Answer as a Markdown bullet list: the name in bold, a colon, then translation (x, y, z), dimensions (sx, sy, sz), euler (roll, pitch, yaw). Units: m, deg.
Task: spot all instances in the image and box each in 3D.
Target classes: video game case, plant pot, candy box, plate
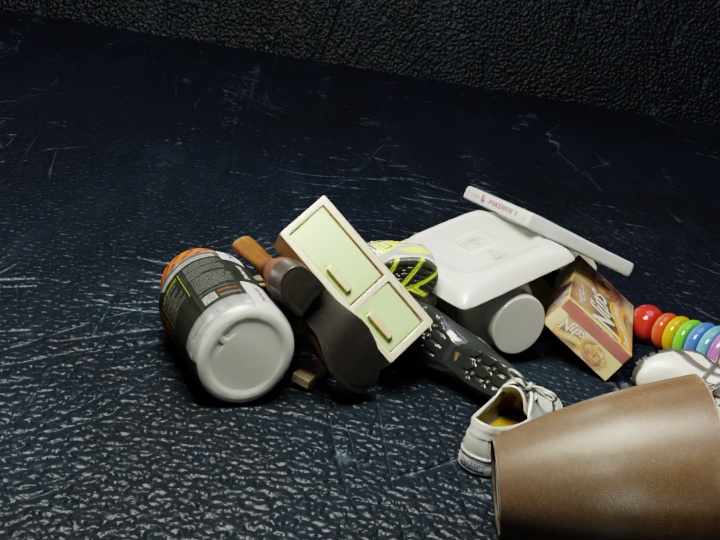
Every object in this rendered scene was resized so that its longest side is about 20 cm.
- **video game case**: translation (0.267, -0.058, 1.494), dimensions (0.198, 0.023, 0.182), euler (22, 6, -27)
- **plant pot**: translation (0.224, 0.199, 0.978), dimensions (0.196, 0.190, 0.187), euler (-4, 20, 3)
- **candy box**: translation (0.323, 0.061, 1.461), dimensions (0.115, 0.055, 0.200), euler (42, 24, 0)
- **plate**: translation (0.153, -0.027, 1.404), dimensions (0.197, 0.033, 0.199), euler (-21, 31, -27)

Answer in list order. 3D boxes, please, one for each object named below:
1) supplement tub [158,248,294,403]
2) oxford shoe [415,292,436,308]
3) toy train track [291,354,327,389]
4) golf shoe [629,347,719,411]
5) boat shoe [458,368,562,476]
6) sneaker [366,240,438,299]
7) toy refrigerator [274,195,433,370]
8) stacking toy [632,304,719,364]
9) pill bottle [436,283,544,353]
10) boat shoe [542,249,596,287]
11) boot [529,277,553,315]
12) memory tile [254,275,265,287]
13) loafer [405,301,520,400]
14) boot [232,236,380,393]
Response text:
- **supplement tub**: translation (-0.163, 0.055, 1.211), dimensions (0.121, 0.125, 0.200), euler (0, 24, -26)
- **oxford shoe**: translation (0.029, 0.048, 1.428), dimensions (0.074, 0.059, 0.198), euler (-14, 16, -37)
- **toy train track**: translation (-0.027, 0.102, 1.293), dimensions (0.113, 0.033, 0.200), euler (25, 30, 18)
- **golf shoe**: translation (0.438, 0.156, 1.303), dimensions (0.196, 0.079, 0.095), euler (12, 21, 8)
- **boat shoe**: translation (0.176, 0.153, 1.168), dimensions (0.074, 0.088, 0.201), euler (23, 24, 32)
- **sneaker**: translation (0.000, 0.000, 1.341), dimensions (0.196, 0.077, 0.077), euler (3, 26, -1)
- **toy refrigerator**: translation (-0.009, 0.015, 1.249), dimensions (0.076, 0.201, 0.070), euler (-40, -2, -17)
- **stacking toy**: translation (0.461, 0.096, 1.472), dimensions (0.084, 0.087, 0.199), euler (-5, 21, -34)
- **pill bottle**: translation (0.168, 0.034, 1.442), dimensions (0.110, 0.114, 0.200), euler (-1, 24, -26)
- **boat shoe**: translation (0.271, -0.023, 1.652), dimensions (0.198, 0.068, 0.072), euler (29, 55, 4)
- **boot**: translation (0.230, 0.010, 1.604), dimensions (0.199, 0.072, 0.144), euler (29, 13, 17)
- **memory tile**: translation (-0.044, 0.008, 1.484), dimensions (0.198, 0.017, 0.152), euler (-10, 9, -40)
- **loafer**: translation (0.117, 0.103, 1.297), dimensions (0.199, 0.069, 0.070), euler (33, -1, 31)
- **boot**: translation (-0.070, 0.051, 1.245), dimensions (0.188, 0.069, 0.200), euler (45, -9, -23)
